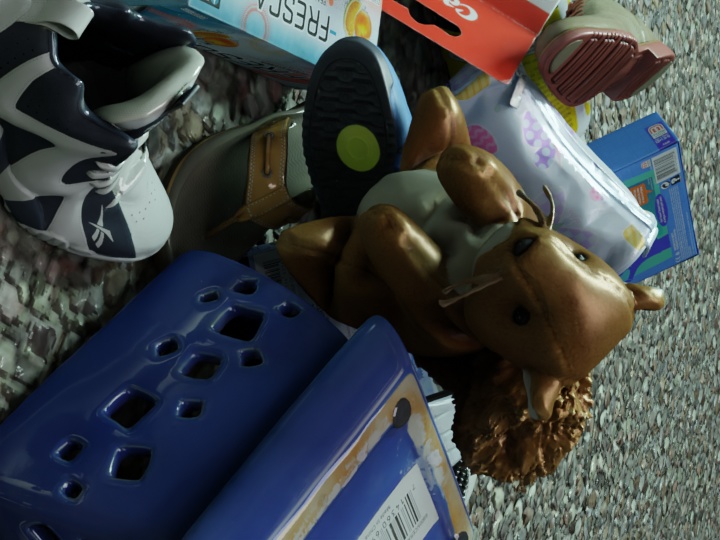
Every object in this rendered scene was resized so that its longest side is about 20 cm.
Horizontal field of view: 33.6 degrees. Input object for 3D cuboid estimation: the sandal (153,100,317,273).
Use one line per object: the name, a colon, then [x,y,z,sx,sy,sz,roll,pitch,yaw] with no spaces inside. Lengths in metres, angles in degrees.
sandal: [-0.049,-0.057,0.756,0.200,0.055,0.082,-30,116,-36]

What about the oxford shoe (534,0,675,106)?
oxford shoe: [0.173,-0.174,0.912,0.075,0.070,0.200,55,26,15]

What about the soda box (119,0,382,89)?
soda box: [-0.063,-0.164,0.729,0.200,0.064,0.068,12,85,-58]

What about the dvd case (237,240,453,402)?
dvd case: [0.019,0.031,0.826,0.200,0.018,0.143,-16,108,-21]

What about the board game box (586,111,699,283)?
board game box: [0.184,-0.031,1.025,0.152,0.200,0.045,63,2,-47]

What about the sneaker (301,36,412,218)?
sneaker: [0.016,-0.057,0.759,0.078,0.066,0.200,-45,130,-49]

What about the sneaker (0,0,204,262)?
sneaker: [-0.119,-0.066,0.587,0.080,0.129,0.199,-63,143,-31]

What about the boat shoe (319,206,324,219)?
boat shoe: [0.000,0.000,0.853,0.068,0.072,0.200,-19,106,-50]

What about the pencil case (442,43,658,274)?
pencil case: [0.138,-0.079,0.908,0.200,0.091,0.083,48,35,-12]

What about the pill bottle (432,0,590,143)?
pill bottle: [0.132,-0.161,1.008,0.114,0.114,0.200,-53,137,-41]

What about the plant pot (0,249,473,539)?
plant pot: [-0.058,0.129,0.653,0.200,0.180,0.200,-48,133,-34]

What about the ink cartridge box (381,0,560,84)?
ink cartridge box: [0.083,-0.246,0.877,0.200,0.162,0.050,-57,178,-40]

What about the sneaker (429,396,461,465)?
sneaker: [0.048,0.127,0.942,0.200,0.071,0.073,-17,92,-29]

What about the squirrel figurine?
squirrel figurine: [0.080,0.022,0.657,0.142,0.187,0.200,-40,125,-19]

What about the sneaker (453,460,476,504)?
sneaker: [0.075,0.145,1.023,0.080,0.074,0.200,92,21,-54]
